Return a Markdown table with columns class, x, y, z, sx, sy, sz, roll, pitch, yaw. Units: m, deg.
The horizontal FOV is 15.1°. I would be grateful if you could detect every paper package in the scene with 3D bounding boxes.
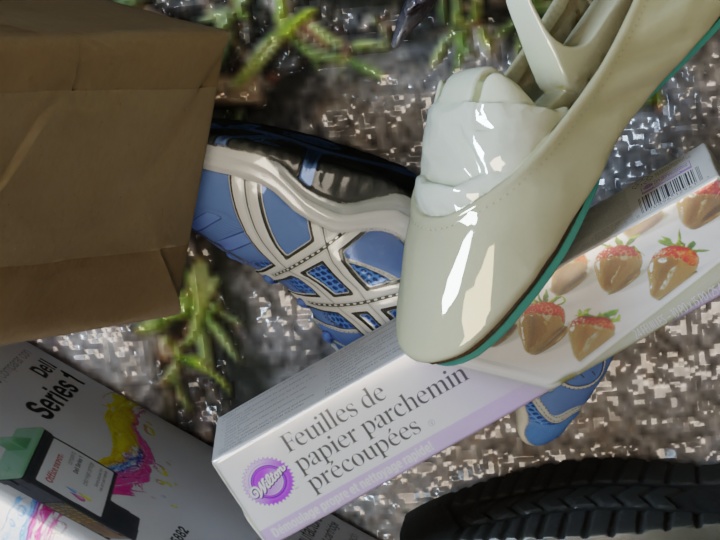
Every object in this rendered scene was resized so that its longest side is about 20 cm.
| class | x | y | z | sx | sy | sz | roll | pitch | yaw |
| --- | --- | --- | --- | --- | --- | --- | --- | --- | --- |
| paper package | -0.174 | -0.050 | 0.897 | 0.200 | 0.191 | 0.104 | 17 | 103 | 25 |

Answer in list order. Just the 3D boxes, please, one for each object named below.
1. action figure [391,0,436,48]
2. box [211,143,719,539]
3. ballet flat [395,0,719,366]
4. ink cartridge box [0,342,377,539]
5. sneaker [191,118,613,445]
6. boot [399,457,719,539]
| class | x | y | z | sx | sy | sz | roll | pitch | yaw |
| --- | --- | --- | --- | --- | --- | --- | --- | --- | --- |
| action figure | -0.020 | -0.150 | 0.926 | 0.200 | 0.102 | 0.119 | 19 | 94 | 5 |
| box | 0.043 | 0.025 | 0.926 | 0.200 | 0.041 | 0.039 | -30 | 106 | 9 |
| ballet flat | 0.060 | -0.060 | 0.911 | 0.069 | 0.069 | 0.200 | 37 | 66 | -2 |
| ink cartridge box | -0.101 | 0.106 | 0.976 | 0.200 | 0.145 | 0.084 | 29 | 105 | 1 |
| sneaker | 0.000 | 0.000 | 0.971 | 0.200 | 0.076 | 0.077 | 21 | 101 | 4 |
| boot | 0.119 | 0.143 | 0.994 | 0.200 | 0.077 | 0.139 | -4 | 108 | 10 |
